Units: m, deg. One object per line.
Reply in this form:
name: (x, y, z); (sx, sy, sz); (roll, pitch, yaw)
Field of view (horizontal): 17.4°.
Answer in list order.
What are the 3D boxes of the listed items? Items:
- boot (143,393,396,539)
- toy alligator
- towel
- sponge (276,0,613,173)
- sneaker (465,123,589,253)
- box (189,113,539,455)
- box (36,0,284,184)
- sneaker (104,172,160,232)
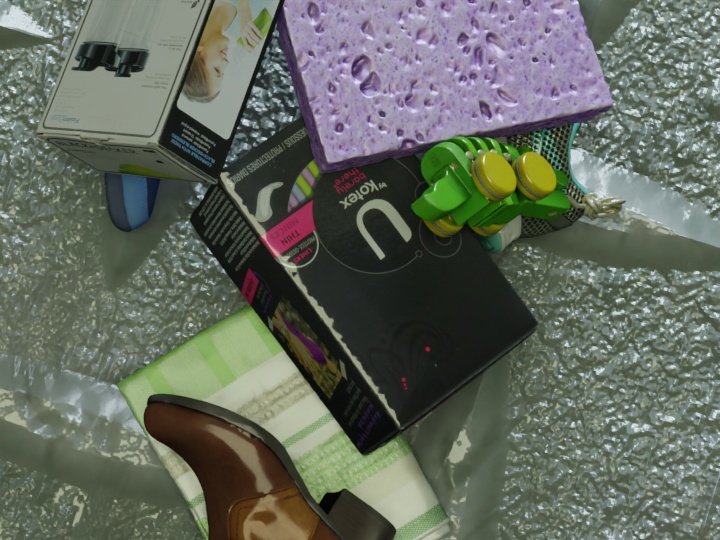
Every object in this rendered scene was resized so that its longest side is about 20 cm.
boot: (-0.102, 0.199, 1.497); (0.188, 0.068, 0.200); (37, 72, -10)
toy alligator: (0.094, -0.059, 1.496); (0.059, 0.200, 0.054); (-36, 69, 38)
towel: (-0.051, 0.123, 1.566); (0.149, 0.031, 0.200); (-30, 84, -6)
sponge: (0.054, -0.134, 1.502); (0.200, 0.030, 0.112); (-12, 79, -18)
sneaker: (0.105, -0.114, 1.575); (0.091, 0.078, 0.201); (-6, 88, -19)
box: (0.000, 0.000, 1.523); (0.122, 0.106, 0.200); (-36, 87, -20)
box: (-0.114, -0.158, 1.474); (0.116, 0.060, 0.200); (6, 71, 42)
sneaker: (-0.122, -0.121, 1.560); (0.082, 0.074, 0.200); (13, 86, -3)
